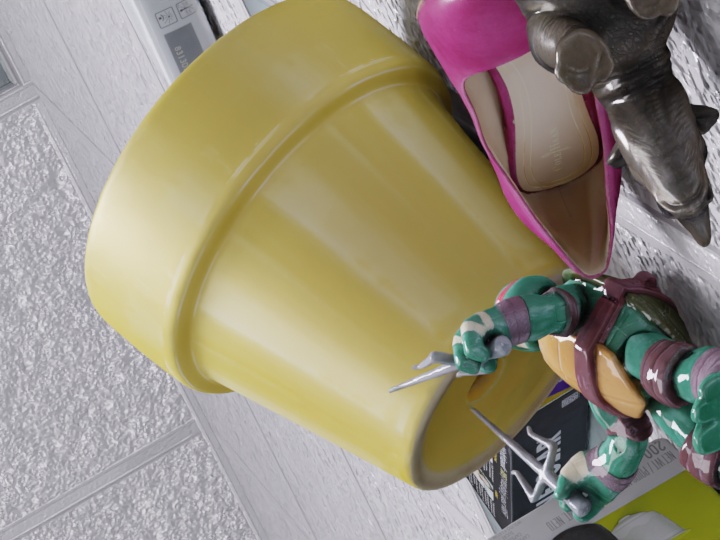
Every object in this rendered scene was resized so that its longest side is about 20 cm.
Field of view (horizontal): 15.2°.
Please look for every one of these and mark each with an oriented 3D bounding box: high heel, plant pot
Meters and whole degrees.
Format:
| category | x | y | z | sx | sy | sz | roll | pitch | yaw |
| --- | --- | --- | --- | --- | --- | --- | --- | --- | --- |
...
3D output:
| category | x | y | z | sx | sy | sz | roll | pitch | yaw |
| --- | --- | --- | --- | --- | --- | --- | --- | --- | --- |
| high heel | 0.070 | -0.060 | 1.056 | 0.200 | 0.067 | 0.096 | 77 | 172 | -75 |
| plant pot | 0.000 | 0.000 | 1.307 | 0.189 | 0.201 | 0.201 | 40 | 163 | 24 |

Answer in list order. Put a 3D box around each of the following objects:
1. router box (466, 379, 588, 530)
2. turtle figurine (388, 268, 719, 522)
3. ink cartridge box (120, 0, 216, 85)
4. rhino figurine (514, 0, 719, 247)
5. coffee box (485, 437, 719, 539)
| category | x | y | z | sx | sy | sz | roll | pitch | yaw |
| --- | --- | --- | --- | --- | --- | --- | --- | --- | --- |
| router box | 0.062 | 0.048 | 1.495 | 0.157 | 0.052 | 0.200 | 56 | 170 | 21 |
| turtle figurine | 0.100 | 0.047 | 1.146 | 0.200 | 0.101 | 0.150 | 23 | 167 | 48 |
| ink cartridge box | -0.163 | -0.233 | 1.910 | 0.200 | 0.050 | 0.162 | -118 | 4 | -50 |
| rhino figurine | 0.082 | -0.095 | 0.939 | 0.200 | 0.060 | 0.087 | 62 | -176 | -17 |
| coffee box | 0.130 | 0.243 | 1.270 | 0.198 | 0.199 | 0.200 | 50 | 166 | 43 |
